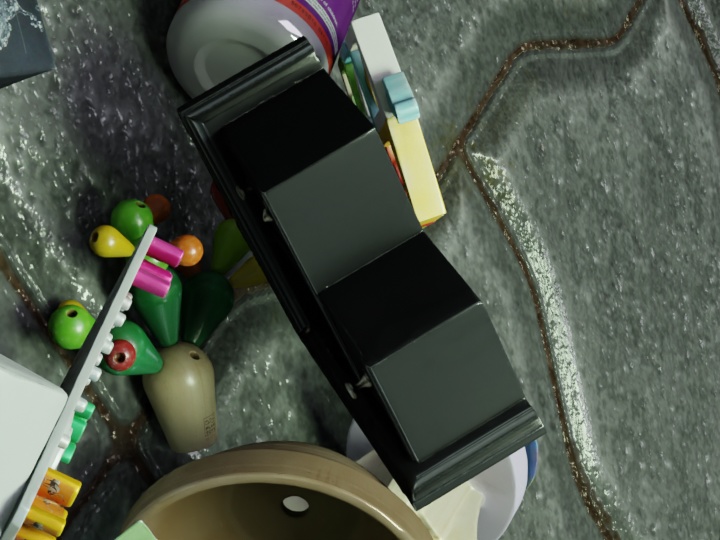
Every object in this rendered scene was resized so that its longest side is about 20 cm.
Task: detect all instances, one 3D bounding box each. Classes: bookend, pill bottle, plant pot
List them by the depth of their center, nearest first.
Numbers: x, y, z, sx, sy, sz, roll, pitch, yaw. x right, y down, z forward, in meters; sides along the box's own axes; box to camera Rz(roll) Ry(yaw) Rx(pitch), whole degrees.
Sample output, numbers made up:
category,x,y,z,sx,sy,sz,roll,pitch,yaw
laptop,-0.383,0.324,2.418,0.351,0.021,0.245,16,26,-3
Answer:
category,x,y,z,sx,sy,sz,roll,pitch,yaw
bookend,0.000,0.000,1.180,0.200,0.092,0.199,53,-9,51
plant pot,-0.046,0.170,1.215,0.201,0.201,0.093,55,24,-27
pill bottle,-0.054,-0.202,1.394,0.112,0.112,0.200,50,42,-32

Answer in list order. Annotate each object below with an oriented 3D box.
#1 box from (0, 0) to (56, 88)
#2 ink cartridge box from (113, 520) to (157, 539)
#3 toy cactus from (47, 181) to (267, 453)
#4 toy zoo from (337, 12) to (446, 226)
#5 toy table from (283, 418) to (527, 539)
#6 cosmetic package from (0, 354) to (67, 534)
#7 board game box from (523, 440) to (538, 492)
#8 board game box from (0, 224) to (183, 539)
category,x,y,z,sx,sy,sz,roll,pitch,yaw
box,-0.288,-0.175,1.054,0.200,0.117,0.197,-19,94,-56
ink cartridge box,-0.104,0.253,1.164,0.200,0.104,0.059,55,-4,-27
toy cactus,-0.114,0.031,1.261,0.200,0.102,0.165,-44,125,-62
toy zoo,0.019,-0.090,1.288,0.200,0.020,0.131,151,-79,-86
toy table,0.031,0.165,1.346,0.117,0.184,0.200,-55,156,-36
cosmetic package,-0.274,0.096,0.896,0.200,0.123,0.200,31,84,-52
board game box,0.055,0.070,1.390,0.039,0.158,0.200,-40,100,-32
board game box,-0.162,0.103,1.063,0.026,0.200,0.200,26,48,-7
